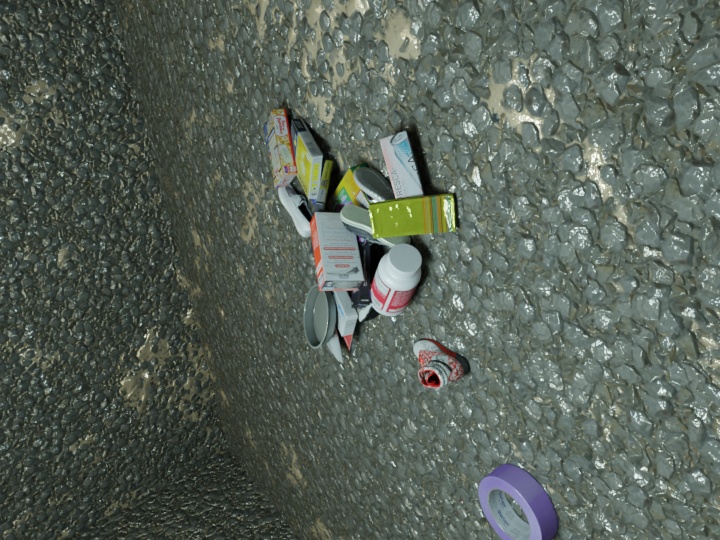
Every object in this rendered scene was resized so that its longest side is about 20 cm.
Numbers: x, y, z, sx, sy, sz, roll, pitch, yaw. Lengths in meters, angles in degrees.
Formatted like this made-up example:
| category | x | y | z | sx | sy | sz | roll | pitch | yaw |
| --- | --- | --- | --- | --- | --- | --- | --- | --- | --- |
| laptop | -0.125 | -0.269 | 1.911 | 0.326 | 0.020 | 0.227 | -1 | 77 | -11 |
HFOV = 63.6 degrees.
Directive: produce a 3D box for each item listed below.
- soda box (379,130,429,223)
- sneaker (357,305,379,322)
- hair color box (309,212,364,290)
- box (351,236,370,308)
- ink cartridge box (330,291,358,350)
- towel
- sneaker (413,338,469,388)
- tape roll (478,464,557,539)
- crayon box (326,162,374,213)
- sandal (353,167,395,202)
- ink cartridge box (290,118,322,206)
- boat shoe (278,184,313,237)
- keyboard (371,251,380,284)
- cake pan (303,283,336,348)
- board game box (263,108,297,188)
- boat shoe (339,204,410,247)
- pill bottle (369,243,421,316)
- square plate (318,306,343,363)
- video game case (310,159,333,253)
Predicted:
| category | x | y | z | sx | sy | sz | roll | pitch | yaw |
| --- | --- | --- | --- | --- | --- | --- | --- | --- | --- |
| soda box | 0.104 | -0.216 | 1.351 | 0.064 | 0.067 | 0.203 | -59 | -48 | -76 |
| sneaker | 0.031 | 0.082 | 1.678 | 0.080 | 0.073 | 0.200 | 64 | 150 | 16 |
| hair color box | -0.064 | -0.050 | 1.526 | 0.064 | 0.109 | 0.203 | 124 | 142 | -55 |
| box | 0.000 | 0.000 | 1.594 | 0.143 | 0.035 | 0.204 | 139 | 130 | -78 |
| ink cartridge box | -0.073 | 0.128 | 1.854 | 0.178 | 0.044 | 0.201 | 103 | 150 | -43 |
| towel | 0.118 | -0.122 | 1.325 | 0.196 | 0.018 | 0.088 | -5 | 103 | 14 |
| sneaker | 0.176 | 0.240 | 1.507 | 0.200 | 0.107 | 0.068 | 19 | 125 | 53 |
| tape roll | 0.385 | 0.587 | 1.435 | 0.199 | 0.065 | 0.203 | 36 | 137 | 43 |
| crayon box | -0.016 | -0.185 | 1.593 | 0.120 | 0.058 | 0.200 | 61 | 149 | 12 |
| sandal | 0.048 | -0.189 | 1.463 | 0.203 | 0.082 | 0.050 | 47 | 140 | 30 |
| ink cartridge box | -0.168 | -0.313 | 1.733 | 0.202 | 0.046 | 0.199 | 103 | 148 | -42 |
| boat shoe | -0.199 | -0.206 | 1.874 | 0.068 | 0.071 | 0.202 | -38 | 68 | 37 |
| keyboard | -0.001 | -0.030 | 1.708 | 0.200 | 0.039 | 0.105 | 42 | 118 | 39 |
| cake pan | -0.129 | 0.146 | 1.841 | 0.199 | 0.036 | 0.204 | -15 | 73 | 62 |
| board game box | -0.251 | -0.375 | 1.804 | 0.151 | 0.046 | 0.204 | 161 | 99 | -70 |
| boat shoe | 0.038 | -0.106 | 1.500 | 0.197 | 0.075 | 0.063 | 24 | 153 | 9 |
| pill bottle | 0.091 | 0.023 | 1.483 | 0.113 | 0.111 | 0.201 | 54 | 153 | 22 |
| square plate | -0.115 | 0.185 | 1.954 | 0.198 | 0.028 | 0.203 | -131 | 27 | -59 |
| video game case | -0.112 | -0.182 | 1.663 | 0.202 | 0.025 | 0.183 | 103 | 176 | -50 |
